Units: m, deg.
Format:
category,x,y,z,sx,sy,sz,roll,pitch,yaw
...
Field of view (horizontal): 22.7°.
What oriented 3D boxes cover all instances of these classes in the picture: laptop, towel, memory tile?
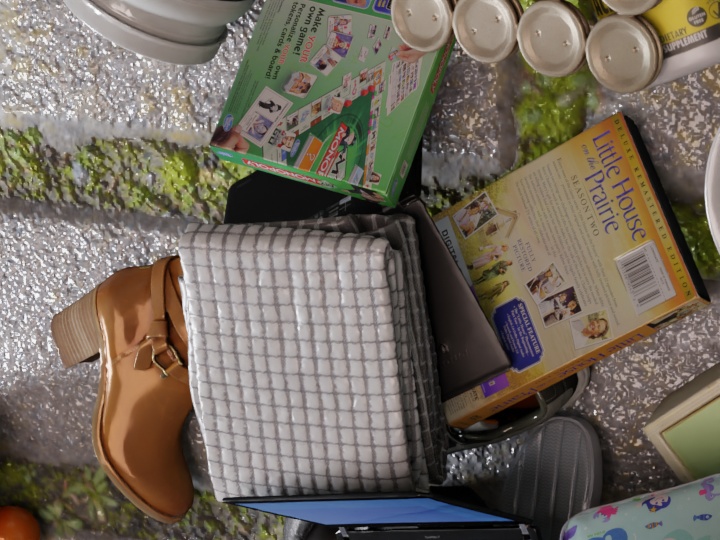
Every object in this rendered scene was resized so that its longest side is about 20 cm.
category,x,y,z,sx,sy,sz,roll,pitch,yaw
laptop,0.000,0.000,1.279,0.187,0.201,0.116,-28,128,28
towel,-0.032,0.057,1.205,0.165,0.086,0.201,1,109,25
memory tile,0.104,-0.198,1.115,0.199,0.017,0.154,17,119,33
laptop,0.032,0.217,1.198,0.177,0.103,0.201,-7,107,40

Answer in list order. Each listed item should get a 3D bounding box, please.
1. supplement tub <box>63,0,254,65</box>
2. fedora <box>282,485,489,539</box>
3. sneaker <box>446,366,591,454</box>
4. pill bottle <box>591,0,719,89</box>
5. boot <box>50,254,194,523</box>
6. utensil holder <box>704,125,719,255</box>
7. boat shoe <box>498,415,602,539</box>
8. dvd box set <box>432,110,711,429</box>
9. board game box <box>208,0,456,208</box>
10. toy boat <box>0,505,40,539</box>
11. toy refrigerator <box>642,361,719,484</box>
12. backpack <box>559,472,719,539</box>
category,x,y,z,sx,sy,sz,roll,pitch,yaw
supplement tub,-0.115,-0.259,1.233,0.140,0.140,0.201,34,116,11
fedora,0.037,0.214,1.330,0.200,0.091,0.202,18,122,32
sneaker,0.067,0.098,1.298,0.199,0.079,0.074,-23,98,29
pill bottle,0.183,-0.225,1.127,0.111,0.111,0.201,-19,96,28
boot,-0.141,0.089,1.393,0.154,0.074,0.201,-24,98,24
utensil holder,0.310,-0.068,1.068,0.169,0.200,0.171,7,110,22
boat shoe,0.138,0.203,1.306,0.072,0.062,0.201,13,94,28
dvd box set,0.124,0.001,1.225,0.199,0.029,0.147,-30,65,22
board game box,-0.006,-0.154,1.220,0.134,0.029,0.201,17,78,18
toy boat,-0.334,0.216,1.505,0.130,0.131,0.201,16,115,-13
toy refrigerator,0.292,0.076,1.194,0.200,0.070,0.076,-37,89,28
backpack,0.218,0.236,1.138,0.177,0.151,0.201,-18,54,21
